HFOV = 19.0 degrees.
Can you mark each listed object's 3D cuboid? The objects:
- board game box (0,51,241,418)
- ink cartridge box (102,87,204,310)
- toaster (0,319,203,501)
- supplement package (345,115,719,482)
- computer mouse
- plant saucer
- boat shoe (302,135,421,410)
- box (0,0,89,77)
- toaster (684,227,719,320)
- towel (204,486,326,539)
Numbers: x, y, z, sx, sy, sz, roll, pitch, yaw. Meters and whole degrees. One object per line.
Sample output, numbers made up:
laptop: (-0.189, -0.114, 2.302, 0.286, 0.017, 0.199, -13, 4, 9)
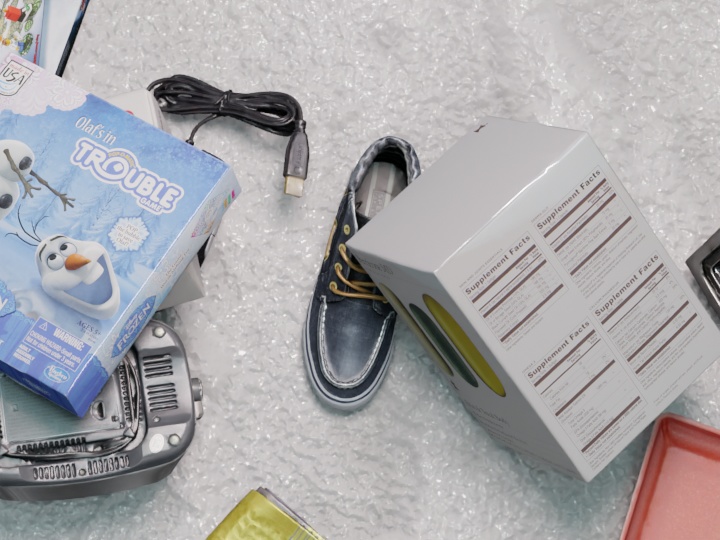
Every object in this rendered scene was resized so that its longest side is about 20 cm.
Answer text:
board game box: (-0.219, -0.029, 1.494, 0.200, 0.043, 0.199, 27, 71, 21)
ink cartridge box: (-0.226, -0.030, 1.569, 0.200, 0.084, 0.146, -15, 64, 3)
toaster: (-0.212, 0.106, 1.541, 0.200, 0.129, 0.114, -9, 75, -7)
supplement package: (0.125, 0.017, 1.539, 0.151, 0.152, 0.200, -42, 112, -13)
computer mouse: (-0.111, -0.049, 1.627, 0.140, 0.046, 0.200, 6, 67, 14)
plant saucer: (0.284, 0.230, 1.595, 0.200, 0.037, 0.200, 19, 75, 0)
boat shoe: (0.000, 0.000, 1.605, 0.071, 0.091, 0.201, 10, 75, -2)
box: (-0.279, -0.225, 1.670, 0.136, 0.038, 0.200, 18, 75, 0)
toaster: (0.350, 0.022, 1.570, 0.119, 0.200, 0.181, -26, 79, -20)
towel: (-0.084, 0.269, 1.564, 0.144, 0.023, 0.200, 42, 76, 6)
